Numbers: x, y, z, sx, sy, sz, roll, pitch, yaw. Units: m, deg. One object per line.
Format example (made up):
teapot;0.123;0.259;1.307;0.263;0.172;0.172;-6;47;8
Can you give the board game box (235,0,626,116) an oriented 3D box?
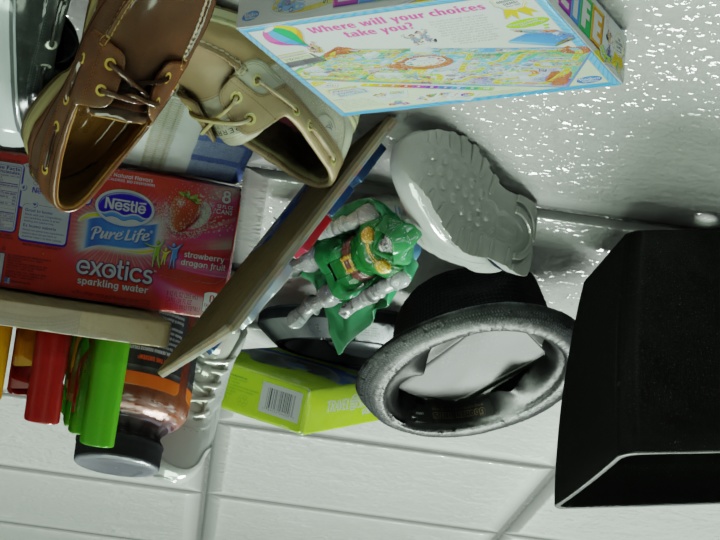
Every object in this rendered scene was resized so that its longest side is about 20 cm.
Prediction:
board game box;0.044;-0.144;1.210;0.198;0.035;0.134;-4;159;29

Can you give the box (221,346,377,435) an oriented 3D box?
box;-0.053;0.108;1.849;0.121;0.048;0.200;16;-173;26

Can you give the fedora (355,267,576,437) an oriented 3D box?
fedora;0.089;0.055;1.654;0.198;0.092;0.201;-5;145;-3

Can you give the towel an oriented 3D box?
towel;-0.170;-0.109;1.408;0.198;0.024;0.147;9;161;-9

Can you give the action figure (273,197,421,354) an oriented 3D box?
action figure;-0.009;-0.006;1.473;0.054;0.119;0.200;-30;-179;-29

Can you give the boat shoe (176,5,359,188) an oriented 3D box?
boat shoe;-0.074;-0.112;1.292;0.074;0.067;0.199;-10;154;43

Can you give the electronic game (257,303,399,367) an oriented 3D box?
electronic game;0.006;0.057;1.799;0.198;0.042;0.200;7;170;1

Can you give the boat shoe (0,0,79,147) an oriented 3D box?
boat shoe;-0.202;-0.137;1.251;0.056;0.069;0.200;3;153;-5

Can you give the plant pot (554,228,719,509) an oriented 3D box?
plant pot;0.255;0.072;1.516;0.198;0.179;0.200;-2;162;-10

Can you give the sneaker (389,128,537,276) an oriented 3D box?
sneaker;0.059;-0.044;1.447;0.080;0.077;0.200;8;162;29

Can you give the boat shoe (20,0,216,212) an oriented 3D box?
boat shoe;-0.138;-0.116;1.196;0.072;0.068;0.200;16;128;-30

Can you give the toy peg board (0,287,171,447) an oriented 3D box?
toy peg board;-0.258;0.062;1.474;0.197;0.099;0.200;8;-178;-16

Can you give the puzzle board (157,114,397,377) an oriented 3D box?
puzzle board;-0.057;-0.013;1.400;0.017;0.200;0.151;41;153;-8

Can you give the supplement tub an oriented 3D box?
supplement tub;-0.185;0.063;1.640;0.106;0.202;0.107;6;161;2

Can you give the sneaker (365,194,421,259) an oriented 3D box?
sneaker;0.000;0.000;1.591;0.071;0.073;0.200;8;163;-9

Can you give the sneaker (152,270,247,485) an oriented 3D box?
sneaker;-0.141;0.082;1.705;0.077;0.202;0.099;19;149;-18

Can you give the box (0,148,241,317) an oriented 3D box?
box;-0.192;-0.029;1.495;0.198;0.101;0.095;8;-177;-6
